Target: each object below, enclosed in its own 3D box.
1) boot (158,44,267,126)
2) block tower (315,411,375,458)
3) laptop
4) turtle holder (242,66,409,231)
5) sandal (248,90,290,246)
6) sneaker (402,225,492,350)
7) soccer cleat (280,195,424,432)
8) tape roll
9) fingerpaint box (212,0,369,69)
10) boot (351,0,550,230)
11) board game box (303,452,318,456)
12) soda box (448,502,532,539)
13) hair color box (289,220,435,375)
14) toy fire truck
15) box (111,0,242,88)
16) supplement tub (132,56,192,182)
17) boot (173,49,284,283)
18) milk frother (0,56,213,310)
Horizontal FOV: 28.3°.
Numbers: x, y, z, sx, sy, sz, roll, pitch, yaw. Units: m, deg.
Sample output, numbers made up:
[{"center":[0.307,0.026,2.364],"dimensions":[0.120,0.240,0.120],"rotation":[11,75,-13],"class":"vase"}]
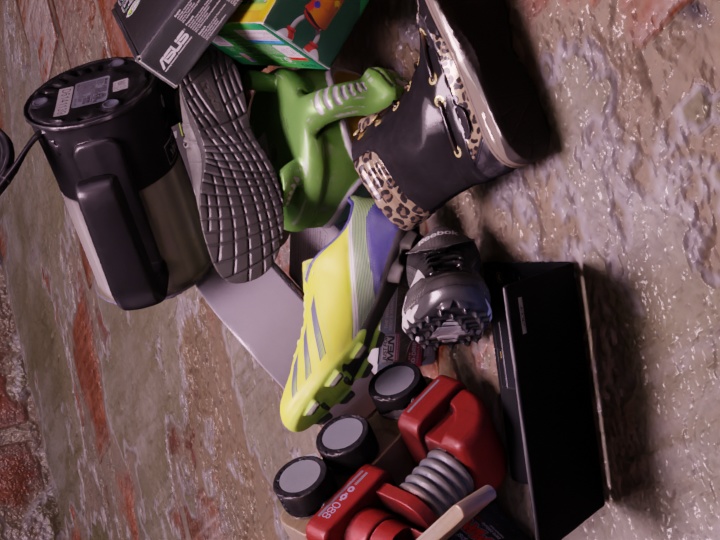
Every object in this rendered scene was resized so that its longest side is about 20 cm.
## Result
[{"center":[-0.142,-0.201,1.356],"dimensions":[0.073,0.198,0.162],"rotation":[35,176,5],"class":"boot"},{"center":[0.022,0.206,1.325],"dimensions":[0.200,0.058,0.054],"rotation":[51,144,47],"class":"block tower"},{"center":[0.109,0.087,1.018],"dimensions":[0.200,0.103,0.177],"rotation":[-178,80,-66],"class":"laptop"},{"center":[-0.028,-0.120,1.216],"dimensions":[0.186,0.132,0.141],"rotation":[103,149,-41],"class":"turtle holder"},{"center":[-0.079,-0.102,1.438],"dimensions":[0.055,0.082,0.200],"rotation":[32,124,32],"class":"sandal"},{"center":[0.062,0.008,1.083],"dimensions":[0.200,0.066,0.091],"rotation":[65,-161,-82],"class":"sneaker"},{"center":[-0.020,0.033,1.153],"dimensions":[0.084,0.065,0.200],"rotation":[26,88,19],"class":"soccer cleat"},{"center":[-0.061,0.060,1.307],"dimensions":[0.200,0.066,0.200],"rotation":[48,180,0],"class":"tape roll"},{"center":[-0.049,-0.256,1.184],"dimensions":[0.167,0.073,0.200],"rotation":[-61,26,-5],"class":"fingerpaint box"},{"center":[0.049,-0.140,1.067],"dimensions":[0.151,0.073,0.200],"rotation":[-36,71,46],"class":"boot"},{"center":[0.000,0.292,1.399],"dimensions":[0.200,0.064,0.148],"rotation":[51,143,48],"class":"board game box"},{"center":[0.096,0.238,1.146],"dimensions":[0.200,0.071,0.063],"rotation":[-143,45,-59],"class":"soda box"},{"center":[0.000,0.000,1.288],"dimensions":[0.200,0.061,0.099],"rotation":[-133,40,-53],"class":"hair color box"},{"center":[0.052,0.162,1.088],"dimensions":[0.200,0.176,0.129],"rotation":[18,142,45],"class":"toy fire truck"},{"center":[-0.123,-0.261,1.176],"dimensions":[0.200,0.048,0.193],"rotation":[-51,23,9],"class":"box"},{"center":[-0.181,-0.152,1.565],"dimensions":[0.123,0.122,0.200],"rotation":[140,119,-63],"class":"supplement tub"},{"center":[-0.114,-0.080,1.206],"dimensions":[0.131,0.068,0.200],"rotation":[134,124,-76],"class":"boot"},{"center":[-0.251,-0.057,1.230],"dimensions":[0.181,0.200,0.188],"rotation":[-70,-29,-51],"class":"milk frother"}]
